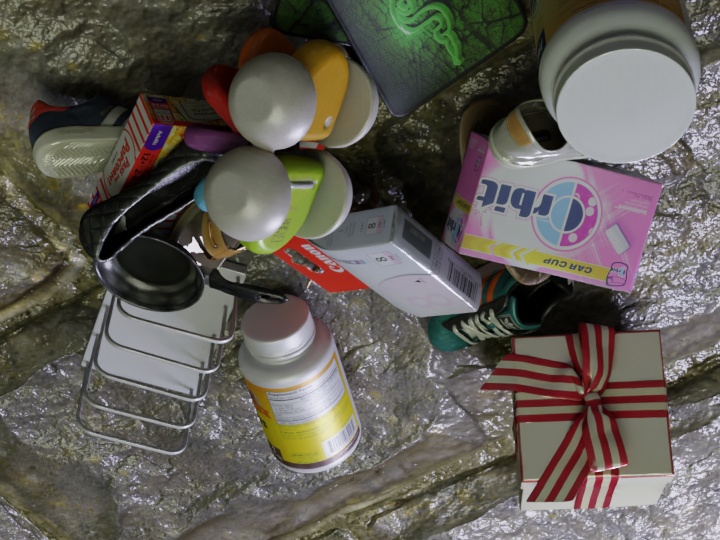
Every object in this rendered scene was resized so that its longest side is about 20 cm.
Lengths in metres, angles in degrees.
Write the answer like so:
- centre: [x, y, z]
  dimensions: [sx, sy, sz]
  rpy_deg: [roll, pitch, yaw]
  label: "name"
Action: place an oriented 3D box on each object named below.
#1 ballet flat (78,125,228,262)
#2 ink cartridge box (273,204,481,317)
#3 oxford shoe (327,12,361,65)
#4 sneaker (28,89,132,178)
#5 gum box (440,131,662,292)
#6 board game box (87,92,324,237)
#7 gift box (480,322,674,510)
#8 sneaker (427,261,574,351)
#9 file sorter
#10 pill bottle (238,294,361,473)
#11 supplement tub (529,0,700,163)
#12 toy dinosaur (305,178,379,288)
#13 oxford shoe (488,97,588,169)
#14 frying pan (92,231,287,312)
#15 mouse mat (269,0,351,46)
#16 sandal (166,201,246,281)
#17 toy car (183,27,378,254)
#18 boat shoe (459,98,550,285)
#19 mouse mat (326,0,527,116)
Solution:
- centre: [-0.177, -0.072, 1.564]
  dimensions: [0.200, 0.057, 0.066]
  rpy_deg: [-33, 142, 3]
  label: "ballet flat"
- centre: [0.000, 0.000, 1.680]
  dimensions: [0.200, 0.057, 0.162]
  rpy_deg: [-12, 148, 34]
  label: "ink cartridge box"
- centre: [-0.027, -0.265, 1.515]
  dimensions: [0.071, 0.071, 0.200]
  rpy_deg: [-47, 123, -12]
  label: "oxford shoe"
- centre: [-0.238, -0.140, 1.647]
  dimensions: [0.200, 0.085, 0.075]
  rpy_deg: [3, 135, -35]
  label: "sneaker"
- centre: [0.194, -0.057, 1.630]
  dimensions: [0.199, 0.066, 0.114]
  rpy_deg: [12, 100, -16]
  label: "gum box"
- centre: [-0.152, -0.099, 1.640]
  dimensions: [0.200, 0.046, 0.152]
  rpy_deg: [1, 136, -35]
  label: "board game box"
- centre: [0.234, 0.172, 1.789]
  dimensions: [0.199, 0.185, 0.187]
  rpy_deg: [-7, 159, 0]
  label: "gift box"
- centre: [0.150, 0.039, 1.780]
  dimensions: [0.071, 0.080, 0.200]
  rpy_deg: [36, 123, -27]
  label: "sneaker"
- centre: [-0.223, 0.088, 1.801]
  dimensions: [0.138, 0.125, 0.200]
  rpy_deg: [16, 130, -12]
  label: "file sorter"
- centre: [-0.071, 0.125, 1.839]
  dimensions: [0.109, 0.109, 0.200]
  rpy_deg: [-9, 130, 9]
  label: "pill bottle"
- centre: [0.230, -0.205, 1.490]
  dimensions: [0.144, 0.200, 0.145]
  rpy_deg: [1, 131, 1]
  label: "supplement tub"
- centre: [-0.032, -0.056, 1.723]
  dimensions: [0.106, 0.061, 0.200]
  rpy_deg: [-9, 152, 9]
  label: "toy dinosaur"
- centre: [0.214, -0.146, 1.576]
  dimensions: [0.200, 0.075, 0.058]
  rpy_deg: [-18, 163, -29]
  label: "oxford shoe"
- centre: [-0.175, -0.005, 1.623]
  dimensions: [0.190, 0.031, 0.115]
  rpy_deg: [-7, 136, 22]
  label: "frying pan"
- centre: [0.026, -0.275, 1.496]
  dimensions: [0.200, 0.008, 0.161]
  rpy_deg: [5, 117, -31]
  label: "mouse mat"
- centre: [-0.125, -0.051, 1.629]
  dimensions: [0.080, 0.054, 0.200]
  rpy_deg: [14, 130, -44]
  label: "sandal"
- centre: [-0.088, -0.120, 1.478]
  dimensions: [0.150, 0.175, 0.201]
  rpy_deg: [21, 103, 25]
  label: "toy car"
- centre: [0.144, -0.083, 1.682]
  dimensions: [0.072, 0.065, 0.200]
  rpy_deg: [-24, 109, -6]
  label: "boat shoe"
- centre: [0.057, -0.251, 1.510]
  dimensions: [0.161, 0.008, 0.200]
  rpy_deg: [-35, 128, -3]
  label: "mouse mat"
